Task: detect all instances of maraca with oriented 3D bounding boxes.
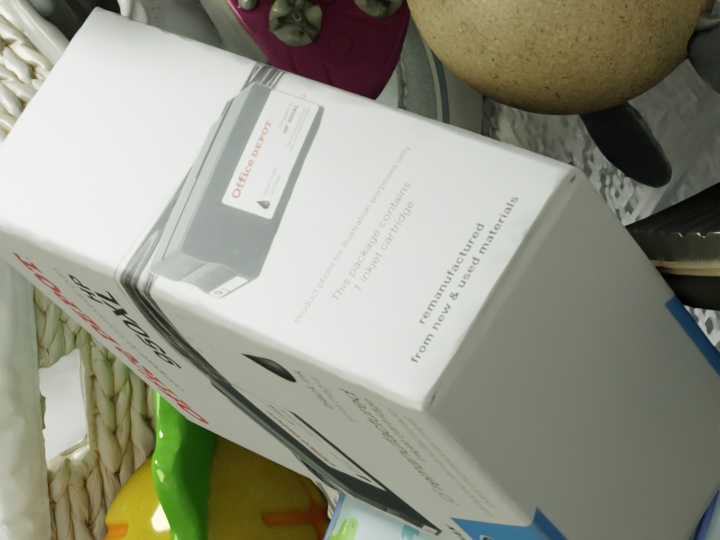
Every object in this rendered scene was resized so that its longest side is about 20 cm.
[{"bbox_3d":[-0.055,0.113,1.088,0.137,0.107,0.200,-86,-12,-65],"label":"maraca"}]

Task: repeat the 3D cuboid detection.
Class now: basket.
[{"bbox_3d":[-0.130,-0.006,1.181,0.200,0.161,0.199,42,144,41],"label":"basket"}]

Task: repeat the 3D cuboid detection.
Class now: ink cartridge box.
[{"bbox_3d":[-0.001,0.012,0.848,0.200,0.084,0.145,22,163,40],"label":"ink cartridge box"}]

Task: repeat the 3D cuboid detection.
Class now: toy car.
[{"bbox_3d":[0.061,-0.109,0.811,0.200,0.158,0.164,49,148,-18],"label":"toy car"}]

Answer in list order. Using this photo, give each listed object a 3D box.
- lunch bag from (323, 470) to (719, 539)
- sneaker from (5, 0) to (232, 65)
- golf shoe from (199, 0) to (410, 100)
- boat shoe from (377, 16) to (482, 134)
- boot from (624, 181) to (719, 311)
[{"bbox_3d":[0.055,0.132,0.904,0.161,0.082,0.200,11,77,46],"label":"lunch bag"},{"bbox_3d":[-0.112,-0.118,1.080,0.075,0.088,0.200,-52,46,11],"label":"sneaker"},{"bbox_3d":[-0.039,-0.124,0.919,0.092,0.075,0.200,114,141,-56],"label":"golf shoe"},{"bbox_3d":[-0.011,-0.032,1.034,0.070,0.071,0.201,56,150,25],"label":"boat shoe"},{"bbox_3d":[0.156,0.037,0.775,0.200,0.077,0.139,3,117,63],"label":"boot"}]
